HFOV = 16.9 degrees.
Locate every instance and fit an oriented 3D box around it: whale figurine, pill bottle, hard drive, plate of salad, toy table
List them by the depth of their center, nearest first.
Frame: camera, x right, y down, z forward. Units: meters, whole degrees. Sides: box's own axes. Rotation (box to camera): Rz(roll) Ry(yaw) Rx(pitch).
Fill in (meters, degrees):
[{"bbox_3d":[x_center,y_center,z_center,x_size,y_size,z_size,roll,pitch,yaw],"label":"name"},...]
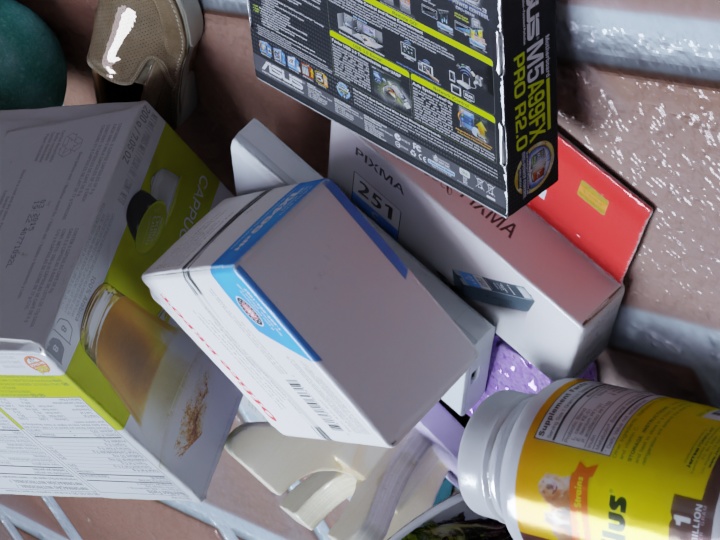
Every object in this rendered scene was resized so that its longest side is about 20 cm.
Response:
[{"bbox_3d":[0.157,0.124,1.396,0.199,0.109,0.109,11,140,39],"label":"pill bottle"},{"bbox_3d":[0.000,0.000,1.531,0.200,0.027,0.132,42,164,15],"label":"hard drive"},{"bbox_3d":[0.066,0.210,1.627,0.048,0.200,0.200,53,164,33],"label":"plate of salad"},{"bbox_3d":[0.006,0.136,1.679,0.200,0.117,0.184,42,171,-3],"label":"toy table"},{"bbox_3d":[-0.283,-0.175,1.783,0.200,0.104,0.159,61,-175,33],"label":"whale figurine"}]

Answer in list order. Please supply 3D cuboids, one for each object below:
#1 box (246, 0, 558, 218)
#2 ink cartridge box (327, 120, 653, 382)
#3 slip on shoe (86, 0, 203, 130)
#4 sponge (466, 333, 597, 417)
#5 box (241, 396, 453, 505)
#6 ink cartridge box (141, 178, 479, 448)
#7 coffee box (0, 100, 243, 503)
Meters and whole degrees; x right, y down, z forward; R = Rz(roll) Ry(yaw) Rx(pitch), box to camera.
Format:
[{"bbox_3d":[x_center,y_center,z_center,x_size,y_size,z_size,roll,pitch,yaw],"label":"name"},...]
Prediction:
[{"bbox_3d":[0.019,-0.138,1.305,0.200,0.044,0.161,31,142,34],"label":"box"},{"bbox_3d":[0.068,-0.041,1.411,0.200,0.045,0.176,41,158,16],"label":"ink cartridge box"},{"bbox_3d":[-0.150,-0.150,1.602,0.076,0.061,0.200,40,157,17],"label":"slip on shoe"},{"bbox_3d":[0.073,0.054,1.580,0.200,0.030,0.112,33,154,32],"label":"sponge"},{"bbox_3d":[-0.019,0.115,1.820,0.200,0.049,0.082,41,157,16],"label":"box"},{"bbox_3d":[-0.035,0.027,1.482,0.146,0.084,0.200,49,164,-13],"label":"ink cartridge box"},{"bbox_3d":[-0.199,0.024,1.658,0.199,0.200,0.198,-2,145,35],"label":"coffee box"}]
